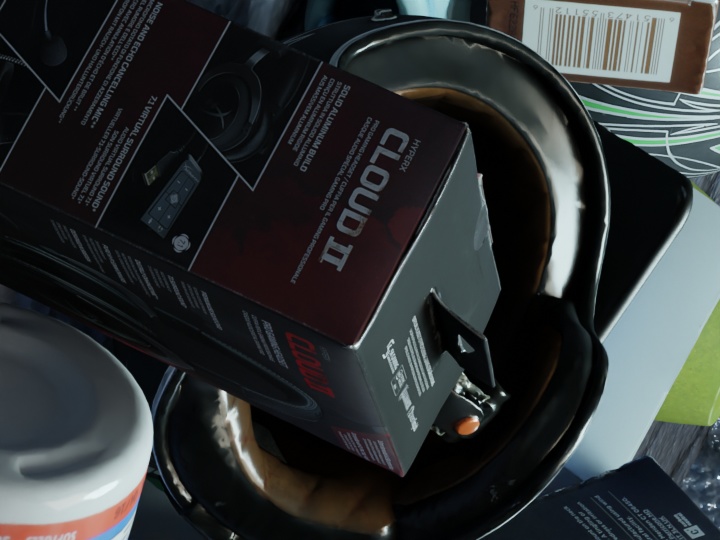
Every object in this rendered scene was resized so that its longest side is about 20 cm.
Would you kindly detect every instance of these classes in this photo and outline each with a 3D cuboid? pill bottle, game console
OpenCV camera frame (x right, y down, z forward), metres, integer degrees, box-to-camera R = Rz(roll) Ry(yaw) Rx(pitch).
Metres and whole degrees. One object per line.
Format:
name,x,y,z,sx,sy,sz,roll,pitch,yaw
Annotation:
pill bottle,-0.142,0.119,0.882,0.112,0.112,0.201,-42,153,-57
game console,0.070,0.036,1.168,0.200,0.116,0.176,-55,156,3

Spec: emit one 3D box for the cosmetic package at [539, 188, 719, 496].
cosmetic package,0.089,0.058,1.230,0.151,0.052,0.200,-60,-173,-27

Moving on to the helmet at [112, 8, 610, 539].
helmet,0.000,0.000,1.033,0.191,0.199,0.201,-87,-170,-51

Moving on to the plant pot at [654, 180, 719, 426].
plant pot,0.121,-0.002,1.450,0.188,0.199,0.187,-57,164,-26

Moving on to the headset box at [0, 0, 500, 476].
headset box,-0.047,-0.018,0.810,0.077,0.199,0.149,-61,167,-13

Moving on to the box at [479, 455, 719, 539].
box,0.055,0.201,1.087,0.181,0.104,0.201,-15,136,-31

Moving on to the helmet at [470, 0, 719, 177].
helmet,0.140,-0.137,1.315,0.191,0.199,0.201,-74,178,-48

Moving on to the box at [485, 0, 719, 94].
box,0.112,-0.181,1.174,0.075,0.100,0.201,90,6,-58

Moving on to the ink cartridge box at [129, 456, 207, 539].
ink cartridge box,-0.085,0.158,1.217,0.200,0.084,0.147,-32,145,-65

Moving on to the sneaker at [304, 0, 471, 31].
sneaker,0.003,-0.092,1.156,0.082,0.074,0.201,-41,149,-32
